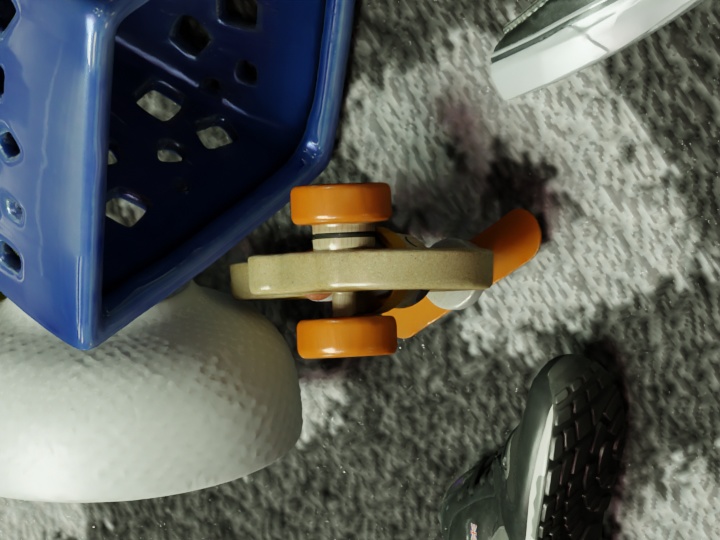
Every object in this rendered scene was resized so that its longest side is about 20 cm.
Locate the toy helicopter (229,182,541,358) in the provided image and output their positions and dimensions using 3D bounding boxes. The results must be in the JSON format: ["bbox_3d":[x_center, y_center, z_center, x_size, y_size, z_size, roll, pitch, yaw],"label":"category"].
[{"bbox_3d":[0.000,0.000,1.311,0.200,0.131,0.079,-4,89,63],"label":"toy helicopter"}]

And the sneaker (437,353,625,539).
[{"bbox_3d":[0.075,0.119,1.354,0.087,0.076,0.201,26,133,28],"label":"sneaker"}]

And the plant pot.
[{"bbox_3d":[-0.127,-0.117,1.249,0.179,0.200,0.201,30,135,24],"label":"plant pot"}]

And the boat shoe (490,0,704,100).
[{"bbox_3d":[0.123,-0.143,1.138,0.200,0.072,0.071,-33,89,36],"label":"boat shoe"}]

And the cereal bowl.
[{"bbox_3d":[-0.129,0.048,1.371,0.199,0.200,0.084,9,109,32],"label":"cereal bowl"}]

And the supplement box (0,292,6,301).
[{"bbox_3d":[-0.234,-0.006,1.465,0.109,0.109,0.201,30,134,16],"label":"supplement box"}]
